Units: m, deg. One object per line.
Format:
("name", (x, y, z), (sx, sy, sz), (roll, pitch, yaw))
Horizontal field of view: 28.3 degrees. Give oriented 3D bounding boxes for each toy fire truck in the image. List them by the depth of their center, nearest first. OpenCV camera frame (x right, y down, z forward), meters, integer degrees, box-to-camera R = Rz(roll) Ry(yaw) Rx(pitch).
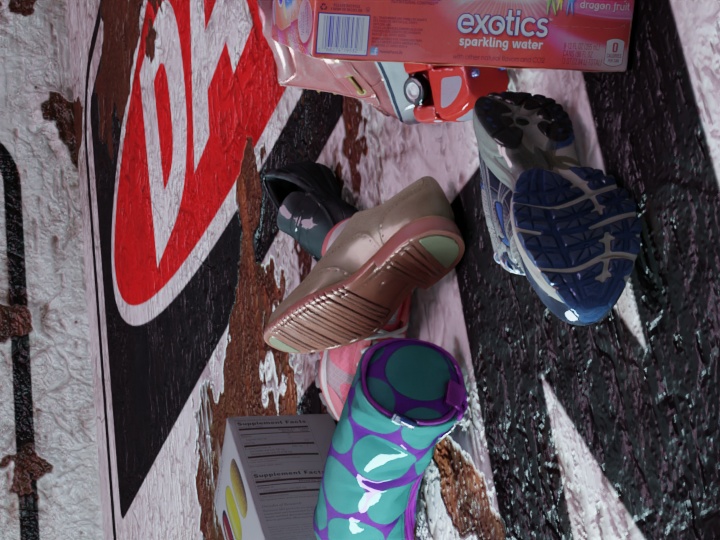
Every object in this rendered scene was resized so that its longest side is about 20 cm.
("toy fire truck", (0.079, -0.204, 0.974), (0.141, 0.049, 0.201), (-2, 103, 48))

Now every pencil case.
("pencil case", (0.022, 0.149, 1.129), (0.085, 0.092, 0.200), (-54, -14, -45))

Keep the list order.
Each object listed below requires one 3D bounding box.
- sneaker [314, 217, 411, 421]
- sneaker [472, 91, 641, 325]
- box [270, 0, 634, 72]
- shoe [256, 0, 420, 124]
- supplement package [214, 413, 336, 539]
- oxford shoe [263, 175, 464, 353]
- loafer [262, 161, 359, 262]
("sneaker", (0.007, 0.049, 1.189), (0.087, 0.073, 0.201), (157, 110, -65))
("sneaker", (0.118, -0.027, 0.882), (0.200, 0.077, 0.085), (-102, 11, -50))
("box", (0.055, -0.176, 0.841), (0.095, 0.199, 0.103), (-140, 51, -66))
("shoe", (-0.011, -0.163, 1.083), (0.200, 0.091, 0.072), (52, -151, -67))
("supplement package", (-0.061, 0.239, 1.338), (0.200, 0.109, 0.114), (-117, 32, -53))
("oxford shoe", (0.000, 0.000, 1.139), (0.200, 0.071, 0.074), (-33, 46, 27))
("loafer", (-0.043, -0.044, 1.337), (0.201, 0.070, 0.068), (-121, 35, -57))
